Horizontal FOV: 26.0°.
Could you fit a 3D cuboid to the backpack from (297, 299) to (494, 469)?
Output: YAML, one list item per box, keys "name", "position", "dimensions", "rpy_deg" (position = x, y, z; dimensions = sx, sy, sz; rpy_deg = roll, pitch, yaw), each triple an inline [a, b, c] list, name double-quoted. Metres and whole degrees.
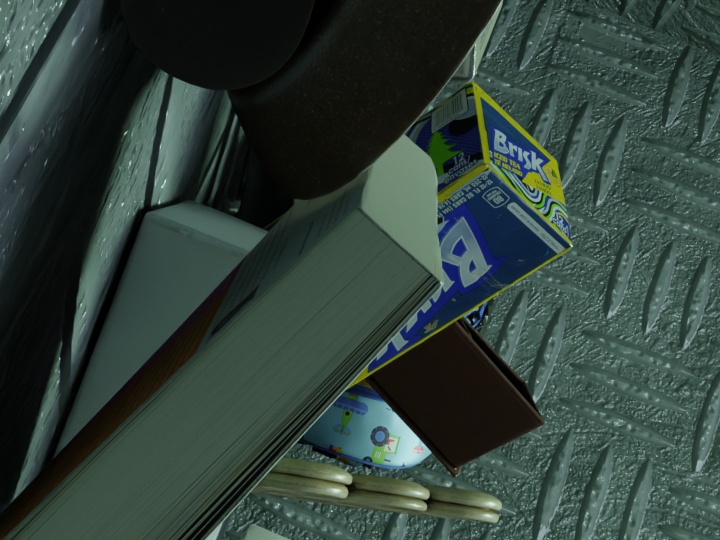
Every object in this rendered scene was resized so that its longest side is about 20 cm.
- name: "backpack"
  position: [-0.007, 0.037, 1.037]
  dimensions: [0.200, 0.182, 0.135]
  rpy_deg: [-56, 169, -66]

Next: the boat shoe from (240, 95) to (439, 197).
- name: "boat shoe"
  position: [-0.020, -0.048, 0.966]
  dimensions: [0.071, 0.091, 0.201]
  rpy_deg: [109, 3, -72]

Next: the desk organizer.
- name: "desk organizer"
  position: [0.026, 0.013, 0.894]
  dimensions: [0.077, 0.200, 0.072]
  rpy_deg: [-33, -166, 39]

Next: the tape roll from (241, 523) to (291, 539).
- name: "tape roll"
  position: [-0.081, 0.233, 0.828]
  dimensions: [0.203, 0.037, 0.203]
  rpy_deg: [23, 90, -88]

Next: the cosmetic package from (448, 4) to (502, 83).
- name: "cosmetic package"
  position: [0.032, -0.164, 0.777]
  dimensions: [0.200, 0.071, 0.106]
  rpy_deg: [-63, 155, -71]

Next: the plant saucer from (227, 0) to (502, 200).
- name: "plant saucer"
  position: [0.008, -0.120, 0.487]
  dimensions: [0.200, 0.034, 0.201]
  rpy_deg: [-51, -156, 33]

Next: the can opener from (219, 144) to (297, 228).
- name: "can opener"
  position: [-0.036, -0.065, 0.789]
  dimensions: [0.063, 0.078, 0.201]
  rpy_deg: [-80, 177, -56]

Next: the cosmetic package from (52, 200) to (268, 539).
- name: "cosmetic package"
  position: [-0.086, 0.077, 0.666]
  dimensions: [0.101, 0.071, 0.201]
  rpy_deg: [-56, 168, -84]

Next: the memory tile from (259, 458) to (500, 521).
- name: "memory tile"
  position: [-0.024, 0.125, 0.914]
  dimensions: [0.200, 0.153, 0.017]
  rpy_deg: [-9, -110, 59]

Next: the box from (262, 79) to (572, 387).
- name: "box"
  position: [0.000, 0.000, 0.746]
  dimensions: [0.200, 0.070, 0.064]
  rpy_deg: [-33, -144, 26]

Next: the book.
- name: "book"
  position: [-0.055, 0.041, 0.505]
  dimensions: [0.200, 0.048, 0.134]
  rpy_deg: [-46, -170, 15]

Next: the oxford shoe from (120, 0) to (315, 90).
- name: "oxford shoe"
  position: [-0.009, -0.145, 0.404]
  dimensions: [0.200, 0.071, 0.071]
  rpy_deg: [-56, -167, 36]
